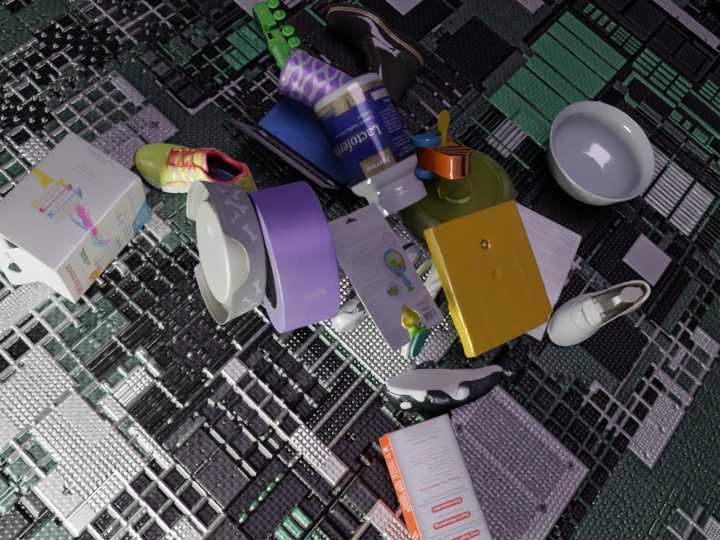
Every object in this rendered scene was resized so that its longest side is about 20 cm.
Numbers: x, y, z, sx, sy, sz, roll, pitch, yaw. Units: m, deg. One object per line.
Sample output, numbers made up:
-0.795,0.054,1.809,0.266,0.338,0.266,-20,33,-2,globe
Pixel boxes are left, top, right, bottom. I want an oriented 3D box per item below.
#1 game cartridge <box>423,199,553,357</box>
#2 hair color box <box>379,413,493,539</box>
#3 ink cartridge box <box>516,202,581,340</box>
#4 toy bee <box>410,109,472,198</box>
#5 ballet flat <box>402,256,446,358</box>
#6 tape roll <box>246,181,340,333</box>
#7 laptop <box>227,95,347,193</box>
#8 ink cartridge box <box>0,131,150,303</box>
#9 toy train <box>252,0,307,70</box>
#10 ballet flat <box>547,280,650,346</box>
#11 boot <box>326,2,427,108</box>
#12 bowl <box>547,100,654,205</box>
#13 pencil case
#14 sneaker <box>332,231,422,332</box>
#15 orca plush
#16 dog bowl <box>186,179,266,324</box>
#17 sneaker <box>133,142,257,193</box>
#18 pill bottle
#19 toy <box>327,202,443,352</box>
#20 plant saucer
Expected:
0.200,0.009,1.006,0.174,0.032,0.203,-18,90,-28,game cartridge
0.107,0.315,0.911,0.100,0.061,0.203,-13,70,-17,hair color box
0.261,-0.004,1.091,0.159,0.050,0.202,27,74,0,ink cartridge box
0.124,-0.199,1.057,0.107,0.132,0.200,-17,48,-30,toy bee
0.100,0.043,1.017,0.069,0.070,0.201,31,69,3,ballet flat
-0.100,-0.020,0.930,0.084,0.200,0.203,-15,71,-18,tape roll
-0.085,-0.227,1.070,0.186,0.200,0.117,35,99,5,laptop
-0.414,-0.063,0.922,0.124,0.129,0.201,32,66,3,ink cartridge box
-0.138,-0.404,1.163,0.056,0.042,0.202,-23,68,-9,toy train
0.396,0.061,1.076,0.198,0.070,0.070,-21,73,-19,ballet flat
0.009,-0.383,1.177,0.198,0.078,0.140,26,70,1,boot
0.413,-0.193,1.171,0.197,0.091,0.204,4,66,-10,bowl
-0.047,-0.289,1.091,0.198,0.086,0.085,28,60,-7,pencil case
0.000,0.000,1.015,0.115,0.075,0.200,42,61,8,sneaker
0.131,0.186,0.985,0.197,0.072,0.105,-13,26,-26,orca plush
-0.189,-0.030,0.921,0.058,0.200,0.203,-12,70,-27,dog bowl
-0.255,-0.164,1.018,0.197,0.090,0.079,13,67,-4,sneaker
0.019,-0.186,1.005,0.115,0.115,0.202,-29,96,-21,pill bottle
0.025,0.013,0.943,0.114,0.047,0.201,-26,79,-38,toy
0.161,-0.132,1.095,0.196,0.031,0.203,-2,63,4,plant saucer
